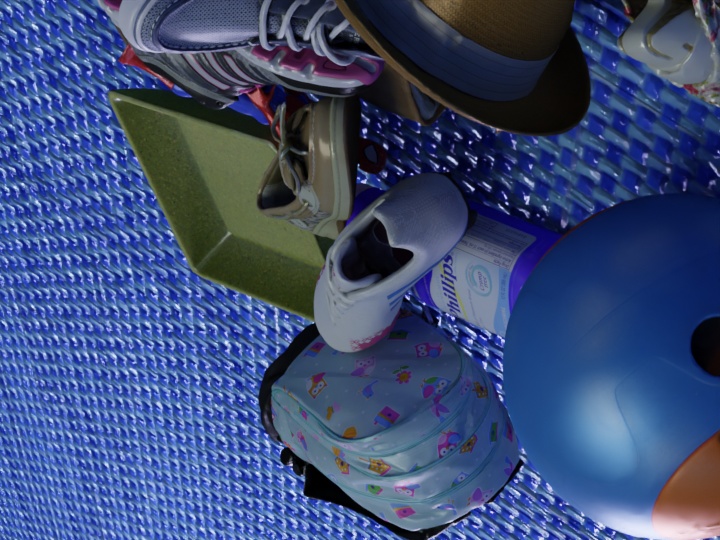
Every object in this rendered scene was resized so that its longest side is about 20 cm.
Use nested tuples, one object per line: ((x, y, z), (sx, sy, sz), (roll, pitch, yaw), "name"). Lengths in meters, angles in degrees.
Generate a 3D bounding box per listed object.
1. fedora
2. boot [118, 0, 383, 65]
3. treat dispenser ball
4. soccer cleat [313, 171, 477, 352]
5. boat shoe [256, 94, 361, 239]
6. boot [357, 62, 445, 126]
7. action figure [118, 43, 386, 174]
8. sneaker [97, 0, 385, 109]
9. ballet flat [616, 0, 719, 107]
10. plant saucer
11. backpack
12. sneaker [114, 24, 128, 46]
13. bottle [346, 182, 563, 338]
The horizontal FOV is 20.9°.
((0.067, -0.161, 1.050), (0.201, 0.201, 0.082), (44, 122, 2), "fedora")
((-0.033, -0.155, 1.127), (0.090, 0.200, 0.073), (53, 156, 31), "boot")
((0.182, 0.055, 1.129), (0.201, 0.201, 0.201), (34, 152, 21), "treat dispenser ball")
((0.000, 0.000, 1.311), (0.070, 0.086, 0.200), (55, 142, 13), "soccer cleat")
((-0.035, -0.065, 1.286), (0.063, 0.073, 0.200), (6, 162, -3), "boat shoe")
((-0.039, -0.193, 1.261), (0.200, 0.066, 0.175), (24, 151, 33), "boot")
((-0.070, -0.123, 1.381), (0.200, 0.065, 0.052), (31, 118, -8), "action figure")
((-0.069, -0.142, 1.231), (0.200, 0.074, 0.087), (15, 152, 23), "sneaker")
((0.151, -0.153, 1.031), (0.076, 0.064, 0.200), (1, 130, 55), "ballet flat")
((-0.087, -0.058, 1.533), (0.200, 0.048, 0.200), (20, 145, 41), "plant saucer")
((0.022, 0.105, 1.420), (0.127, 0.167, 0.200), (53, 171, -36), "backpack")
((-0.168, -0.234, 1.401), (0.076, 0.070, 0.200), (56, 173, 49), "sneaker")
((0.066, -0.011, 1.356), (0.200, 0.065, 0.084), (24, 140, 37), "bottle")
